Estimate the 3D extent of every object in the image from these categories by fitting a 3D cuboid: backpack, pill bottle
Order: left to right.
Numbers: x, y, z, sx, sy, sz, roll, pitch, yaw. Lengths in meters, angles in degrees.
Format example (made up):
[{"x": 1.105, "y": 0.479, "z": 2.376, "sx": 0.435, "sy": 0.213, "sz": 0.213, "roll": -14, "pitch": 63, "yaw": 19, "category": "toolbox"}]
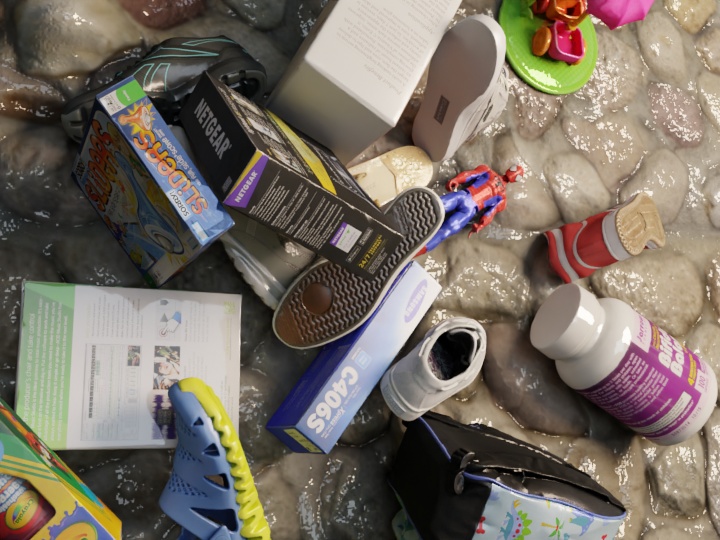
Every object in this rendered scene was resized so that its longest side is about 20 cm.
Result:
[{"x": 0.135, "y": 0.237, "z": 0.806, "sx": 0.198, "sy": 0.183, "sz": 0.149, "roll": 18, "pitch": 96, "yaw": -18, "category": "backpack"}, {"x": 0.290, "y": 0.101, "z": 0.933, "sx": 0.199, "sy": 0.112, "sz": 0.113, "roll": 33, "pitch": 69, "yaw": -15, "category": "pill bottle"}]

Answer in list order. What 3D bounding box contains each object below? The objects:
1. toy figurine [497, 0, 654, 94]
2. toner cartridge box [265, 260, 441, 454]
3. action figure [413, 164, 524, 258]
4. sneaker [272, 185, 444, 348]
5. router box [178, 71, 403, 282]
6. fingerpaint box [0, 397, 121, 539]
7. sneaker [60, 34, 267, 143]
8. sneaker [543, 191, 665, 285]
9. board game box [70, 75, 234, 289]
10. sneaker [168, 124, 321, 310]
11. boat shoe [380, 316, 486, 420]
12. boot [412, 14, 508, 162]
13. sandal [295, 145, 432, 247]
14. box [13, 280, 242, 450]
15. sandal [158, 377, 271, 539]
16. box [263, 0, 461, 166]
[{"x": 0.270, "y": -0.333, "z": 0.968, "sx": 0.148, "sy": 0.184, "sz": 0.203, "roll": 9, "pitch": 76, "yaw": -22, "category": "toy figurine"}, {"x": -0.006, "y": 0.085, "z": 0.815, "sx": 0.043, "sy": 0.095, "sz": 0.201, "roll": 42, "pitch": 67, "yaw": -12, "category": "toner cartridge box"}, {"x": 0.110, "y": -0.069, "z": 0.923, "sx": 0.199, "sy": 0.052, "sz": 0.066, "roll": -33, "pitch": 90, "yaw": -28, "category": "action figure"}, {"x": 0.000, "y": 0.000, "z": 0.809, "sx": 0.199, "sy": 0.085, "sz": 0.073, "roll": -40, "pitch": 95, "yaw": 1, "category": "sneaker"}, {"x": -0.067, "y": -0.086, "z": 0.735, "sx": 0.156, "sy": 0.200, "sz": 0.052, "roll": 29, "pitch": 105, "yaw": -33, "category": "router box"}, {"x": -0.315, "y": 0.220, "z": 0.645, "sx": 0.200, "sy": 0.073, "sz": 0.167, "roll": -43, "pitch": 99, "yaw": -13, "category": "fingerpaint box"}, {"x": -0.192, "y": -0.174, "z": 0.807, "sx": 0.198, "sy": 0.076, "sz": 0.080, "roll": -20, "pitch": 61, "yaw": -21, "category": "sneaker"}, {"x": 0.288, "y": -0.037, "z": 0.992, "sx": 0.199, "sy": 0.112, "sz": 0.072, "roll": -15, "pitch": 83, "yaw": -55, "category": "sneaker"}, {"x": -0.183, "y": -0.063, "z": 0.706, "sx": 0.034, "sy": 0.200, "sz": 0.136, "roll": -37, "pitch": 95, "yaw": -26, "category": "board game box"}, {"x": -0.117, "y": -0.062, "z": 0.801, "sx": 0.082, "sy": 0.075, "sz": 0.201, "roll": -40, "pitch": 109, "yaw": -8, "category": "sneaker"}, {"x": 0.089, "y": 0.082, "z": 0.827, "sx": 0.199, "sy": 0.068, "sz": 0.072, "roll": -15, "pitch": 70, "yaw": -57, "category": "boat shoe"}, {"x": 0.120, "y": -0.201, "z": 0.875, "sx": 0.095, "sy": 0.200, "sz": 0.074, "roll": -37, "pitch": 77, "yaw": -29, "category": "boot"}, {"x": 0.001, "y": -0.077, "z": 0.862, "sx": 0.211, "sy": 0.070, "sz": 0.078, "roll": -34, "pitch": 94, "yaw": -25, "category": "sandal"}, {"x": -0.207, "y": 0.088, "z": 0.759, "sx": 0.197, "sy": 0.036, "sz": 0.147, "roll": 5, "pitch": 78, "yaw": -24, "category": "box"}, {"x": -0.136, "y": 0.189, "z": 0.727, "sx": 0.086, "sy": 0.079, "sz": 0.203, "roll": -17, "pitch": 109, "yaw": -13, "category": "sandal"}, {"x": 0.005, "y": -0.228, "z": 0.848, "sx": 0.106, "sy": 0.152, "sz": 0.202, "roll": 33, "pitch": 70, "yaw": -14, "category": "box"}]
